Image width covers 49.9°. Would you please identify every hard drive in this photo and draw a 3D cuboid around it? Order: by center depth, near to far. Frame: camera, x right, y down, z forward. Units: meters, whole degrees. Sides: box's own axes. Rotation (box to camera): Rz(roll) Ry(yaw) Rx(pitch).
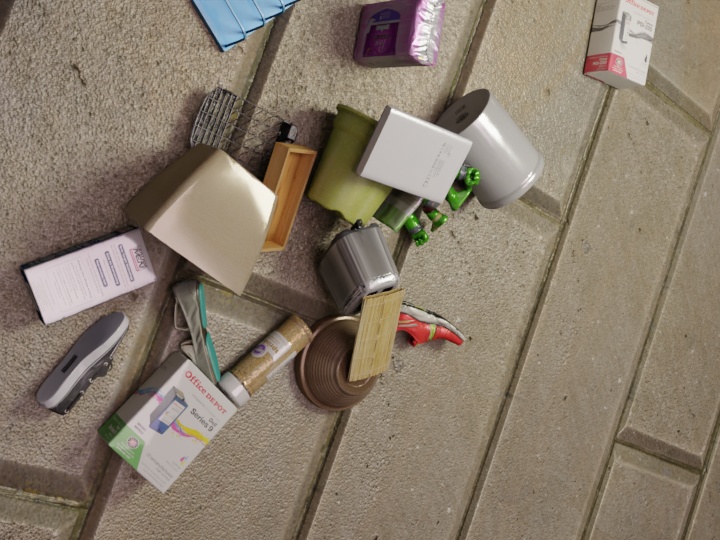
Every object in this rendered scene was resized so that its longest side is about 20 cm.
[{"bbox_3d":[0.101,-0.210,1.428,0.198,0.025,0.133,14,112,-35],"label":"hard drive"}]

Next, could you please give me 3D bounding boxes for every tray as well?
[{"bbox_3d":[-0.150,-0.135,1.442,0.098,0.037,0.202,-10,124,-63],"label":"tray"}]

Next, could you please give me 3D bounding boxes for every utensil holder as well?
[{"bbox_3d":[0.271,-0.262,1.666,0.200,0.169,0.171,45,73,-26],"label":"utensil holder"}]

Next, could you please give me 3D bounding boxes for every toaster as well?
[{"bbox_3d":[0.000,0.000,1.504,0.112,0.200,0.131,-15,70,-29],"label":"toaster"}]

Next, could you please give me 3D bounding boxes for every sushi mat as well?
[{"bbox_3d":[0.029,0.127,1.502,0.095,0.012,0.202,-12,127,-32],"label":"sushi mat"}]

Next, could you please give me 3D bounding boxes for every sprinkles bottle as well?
[{"bbox_3d":[-0.182,0.173,1.500,0.200,0.068,0.069,-42,115,-21],"label":"sprinkles bottle"}]

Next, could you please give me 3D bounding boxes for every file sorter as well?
[{"bbox_3d":[-0.188,-0.510,1.379,0.200,0.122,0.140,-41,114,-20],"label":"file sorter"}]

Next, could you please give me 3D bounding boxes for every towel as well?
[{"bbox_3d":[0.095,-0.181,1.557,0.031,0.149,0.201,38,89,-32],"label":"towel"}]

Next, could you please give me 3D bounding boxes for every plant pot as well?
[{"bbox_3d":[-0.259,-0.104,1.327,0.199,0.199,0.178,37,84,-29],"label":"plant pot"},{"bbox_3d":[-0.006,-0.190,1.506,0.199,0.200,0.186,30,92,-30],"label":"plant pot"},{"bbox_3d":[-0.028,0.195,1.584,0.198,0.092,0.204,-5,100,-31],"label":"plant pot"}]

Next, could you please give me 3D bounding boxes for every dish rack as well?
[{"bbox_3d":[-0.218,-0.239,1.436,0.198,0.054,0.156,23,83,-29],"label":"dish rack"}]

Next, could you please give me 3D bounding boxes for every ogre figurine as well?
[{"bbox_3d":[0.149,-0.159,1.625,0.119,0.200,0.099,39,42,-8],"label":"ogre figurine"}]

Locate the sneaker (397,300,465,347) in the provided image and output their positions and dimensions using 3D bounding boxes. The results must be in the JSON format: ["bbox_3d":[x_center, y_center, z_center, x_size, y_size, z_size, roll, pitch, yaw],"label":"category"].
[{"bbox_3d":[0.140,0.131,1.700,0.198,0.077,0.086,23,95,-25],"label":"sneaker"}]

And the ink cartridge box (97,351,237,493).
[{"bbox_3d":[-0.346,0.271,1.401,0.200,0.087,0.146,-48,116,-20],"label":"ink cartridge box"}]

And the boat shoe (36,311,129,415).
[{"bbox_3d":[-0.462,0.163,1.331,0.201,0.069,0.066,-53,136,-18],"label":"boat shoe"}]

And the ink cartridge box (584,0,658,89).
[{"bbox_3d":[0.642,-0.567,1.905,0.144,0.084,0.203,9,89,-32],"label":"ink cartridge box"}]

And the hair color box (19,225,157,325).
[{"bbox_3d":[-0.458,0.006,1.313,0.198,0.060,0.101,-24,108,-27],"label":"hair color box"}]

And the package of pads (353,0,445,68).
[{"bbox_3d":[0.075,-0.458,1.502,0.075,0.199,0.122,9,95,-36],"label":"package of pads"}]

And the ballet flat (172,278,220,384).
[{"bbox_3d":[-0.306,0.116,1.429,0.063,0.067,0.203,-9,102,-2],"label":"ballet flat"}]
